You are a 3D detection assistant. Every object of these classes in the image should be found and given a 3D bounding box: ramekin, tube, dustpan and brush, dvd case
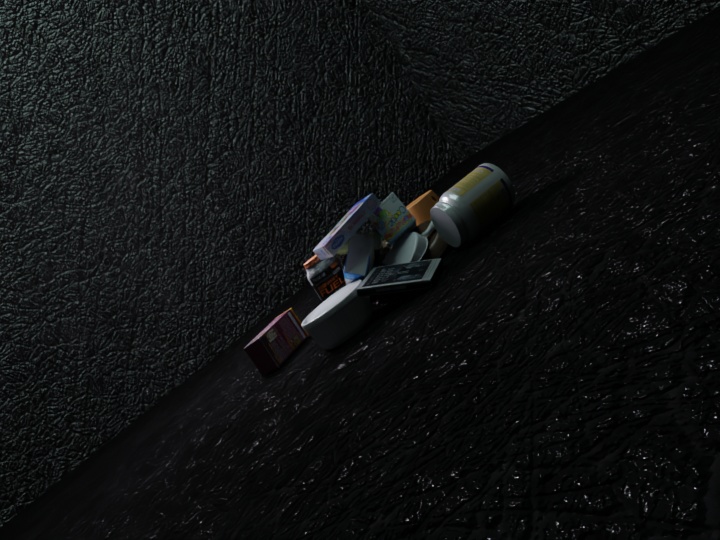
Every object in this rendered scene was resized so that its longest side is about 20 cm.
[{"bbox_3d":[-0.053,0.121,1.419,0.199,0.096,0.203,-35,7,5],"label":"ramekin"},{"bbox_3d":[-0.024,-0.071,1.607,0.195,0.058,0.053,-11,45,37],"label":"tube"},{"bbox_3d":[0.157,-0.080,1.506,0.203,0.057,0.139,-58,28,-4],"label":"dustpan and brush"},{"bbox_3d":[0.101,0.016,1.356,0.193,0.026,0.150,-8,19,23],"label":"dvd case"}]

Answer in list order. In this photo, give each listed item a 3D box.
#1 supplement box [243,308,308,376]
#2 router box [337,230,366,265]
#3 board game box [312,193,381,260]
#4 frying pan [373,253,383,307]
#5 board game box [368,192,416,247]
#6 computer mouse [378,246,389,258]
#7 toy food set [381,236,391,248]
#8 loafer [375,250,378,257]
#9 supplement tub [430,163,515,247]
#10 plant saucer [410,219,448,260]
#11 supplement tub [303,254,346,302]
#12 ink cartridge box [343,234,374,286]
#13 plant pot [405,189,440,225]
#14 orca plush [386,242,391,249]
[{"bbox_3d":[-0.263,0.225,1.706,0.085,0.112,0.200,-30,8,33],"label":"supplement box"},{"bbox_3d":[-0.029,-0.031,1.782,0.051,0.147,0.204,-44,-17,-55],"label":"router box"},{"bbox_3d":[-0.043,-0.120,1.522,0.200,0.041,0.200,-49,9,-11],"label":"board game box"},{"bbox_3d":[0.054,0.043,1.545,0.030,0.116,0.196,-1,58,12],"label":"frying pan"},{"bbox_3d":[0.097,-0.143,1.595,0.104,0.104,0.200,-41,-6,4],"label":"board game box"},{"bbox_3d":[0.082,-0.014,1.719,0.042,0.114,0.200,-8,-1,0],"label":"computer mouse"},{"bbox_3d":[0.072,-0.060,1.898,0.194,0.049,0.202,-27,-24,-25],"label":"toy food set"},{"bbox_3d":[0.014,-0.006,1.688,0.070,0.066,0.206,-42,-31,-49],"label":"loafer"},{"bbox_3d":[0.296,-0.172,1.428,0.198,0.148,0.145,-36,7,-14],"label":"supplement tub"},{"bbox_3d":[0.175,-0.074,1.556,0.198,0.034,0.203,-37,29,23],"label":"plant saucer"},{"bbox_3d":[-0.090,0.039,1.707,0.121,0.203,0.123,-34,7,4],"label":"supplement tub"},{"bbox_3d":[0.000,0.000,1.544,0.201,0.065,0.120,82,-161,-65],"label":"ink cartridge box"},{"bbox_3d":[0.228,-0.181,1.866,0.197,0.142,0.200,-34,6,4],"label":"plant pot"},{"bbox_3d":[0.115,-0.041,1.794,0.198,0.104,0.073,-24,43,49],"label":"orca plush"}]
